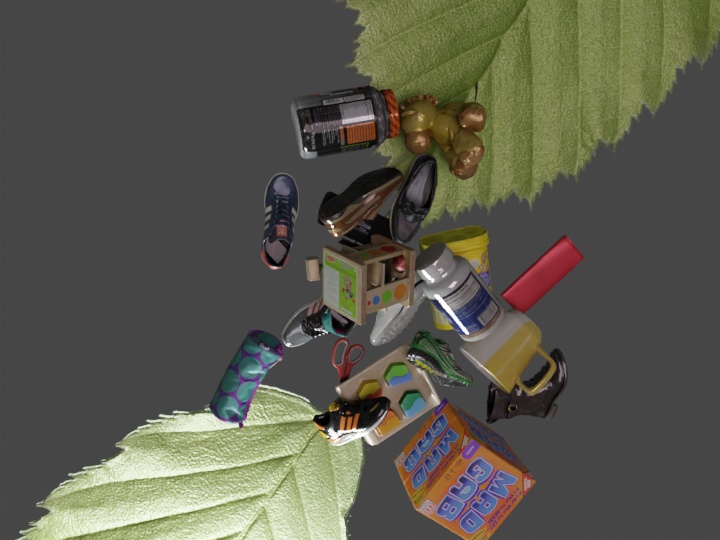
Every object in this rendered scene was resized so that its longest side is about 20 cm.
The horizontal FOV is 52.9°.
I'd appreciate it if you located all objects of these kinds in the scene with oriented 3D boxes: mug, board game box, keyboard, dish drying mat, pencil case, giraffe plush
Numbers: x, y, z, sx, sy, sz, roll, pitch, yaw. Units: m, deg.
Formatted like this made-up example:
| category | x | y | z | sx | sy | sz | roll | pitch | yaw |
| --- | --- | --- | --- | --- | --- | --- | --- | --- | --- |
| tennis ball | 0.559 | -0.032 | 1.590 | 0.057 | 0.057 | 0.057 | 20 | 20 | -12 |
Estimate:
| category | x | y | z | sx | sy | sz | roll | pitch | yaw |
| --- | --- | --- | --- | --- | --- | --- | --- | --- | --- |
| mug | 0.339 | 0.182 | 1.627 | 0.186 | 0.149 | 0.153 | 43 | 86 | 6 |
| board game box | 0.233 | 0.459 | 1.659 | 0.200 | 0.200 | 0.200 | 35 | 97 | -18 |
| keyboard | -0.005 | -0.083 | 1.547 | 0.199 | 0.040 | 0.105 | 25 | 77 | -16 |
| dish drying mat | 0.416 | 0.012 | 1.659 | 0.200 | 0.018 | 0.077 | -43 | 109 | 4 |
| pencil case | -0.244 | 0.231 | 1.557 | 0.092 | 0.085 | 0.201 | 32 | 100 | 9 |
| giraffe plush | 0.152 | -0.286 | 1.438 | 0.161 | 0.173 | 0.201 | 3 | 71 | -4 |

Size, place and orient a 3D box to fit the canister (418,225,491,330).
| category | x | y | z | sx | sy | sz | roll | pitch | yaw |
| --- | --- | --- | --- | --- | --- | --- | --- | --- | --- |
| canister | 0.214 | 0.018 | 1.585 | 0.148 | 0.087 | 0.201 | -12 | 110 | -7 |

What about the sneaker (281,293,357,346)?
| category | x | y | z | sx | sy | sz | roll | pitch | yaw |
| --- | --- | --- | --- | --- | --- | --- | --- | --- | --- |
| sneaker | -0.077 | 0.112 | 1.536 | 0.200 | 0.121 | 0.084 | -36 | 110 | 1 |

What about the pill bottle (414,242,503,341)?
| category | x | y | z | sx | sy | sz | roll | pitch | yaw |
| --- | --- | --- | --- | --- | --- | --- | --- | --- | --- |
| pill bottle | 0.198 | 0.041 | 1.485 | 0.111 | 0.111 | 0.200 | -40 | 111 | 2 |

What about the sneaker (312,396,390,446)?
| category | x | y | z | sx | sy | sz | roll | pitch | yaw |
| --- | --- | --- | --- | --- | --- | --- | --- | --- | --- |
| sneaker | -0.024 | 0.320 | 1.603 | 0.090 | 0.070 | 0.200 | 43 | 126 | -15 |

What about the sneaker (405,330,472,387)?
| category | x | y | z | sx | sy | sz | roll | pitch | yaw |
| --- | --- | --- | --- | --- | --- | --- | --- | --- | --- |
| sneaker | 0.192 | 0.204 | 1.640 | 0.200 | 0.078 | 0.086 | 40 | 59 | -32 |

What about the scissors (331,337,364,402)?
| category | x | y | z | sx | sy | sz | roll | pitch | yaw |
| --- | --- | --- | --- | --- | --- | --- | --- | --- | --- |
| scissors | -0.045 | 0.249 | 1.642 | 0.073 | 0.014 | 0.201 | 11 | 105 | -17 |

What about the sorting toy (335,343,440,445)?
| category | x | y | z | sx | sy | sz | roll | pitch | yaw |
| --- | --- | --- | --- | --- | --- | --- | --- | --- | --- |
| sorting toy | 0.068 | 0.288 | 1.656 | 0.199 | 0.036 | 0.186 | -30 | 112 | -3 |

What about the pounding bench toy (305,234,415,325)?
| category | x | y | z | sx | sy | sz | roll | pitch | yaw |
| --- | --- | --- | --- | --- | --- | --- | --- | --- | --- |
| pounding bench toy | 0.000 | 0.000 | 1.479 | 0.155 | 0.200 | 0.125 | -17 | 118 | -36 |

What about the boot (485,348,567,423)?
| category | x | y | z | sx | sy | sz | roll | pitch | yaw |
| --- | --- | --- | --- | --- | --- | --- | --- | --- | --- |
| boot | 0.386 | 0.275 | 1.704 | 0.173 | 0.069 | 0.201 | 4 | 107 | -13 |

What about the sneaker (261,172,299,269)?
| category | x | y | z | sx | sy | sz | roll | pitch | yaw |
| --- | --- | --- | --- | --- | --- | --- | --- | --- | --- |
| sneaker | -0.162 | -0.097 | 1.476 | 0.074 | 0.085 | 0.201 | 2 | 106 | -12 |

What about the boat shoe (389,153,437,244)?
| category | x | y | z | sx | sy | sz | roll | pitch | yaw |
| --- | --- | --- | --- | --- | --- | --- | --- | --- | --- |
| boat shoe | 0.118 | -0.146 | 1.520 | 0.074 | 0.066 | 0.200 | 21 | 96 | -18 |

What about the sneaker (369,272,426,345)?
| category | x | y | z | sx | sy | sz | roll | pitch | yaw |
| --- | --- | --- | --- | --- | --- | --- | --- | --- | --- |
| sneaker | 0.074 | 0.079 | 1.589 | 0.080 | 0.076 | 0.200 | 43 | 114 | 21 |

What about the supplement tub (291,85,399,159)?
| category | x | y | z | sx | sy | sz | roll | pitch | yaw |
| --- | --- | --- | --- | --- | --- | --- | --- | --- | --- |
| supplement tub | -0.030 | -0.294 | 1.424 | 0.199 | 0.123 | 0.123 | -11 | 108 | -9 |

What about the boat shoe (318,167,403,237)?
| category | x | y | z | sx | sy | sz | roll | pitch | yaw |
| --- | --- | --- | --- | --- | --- | --- | --- | --- | --- |
| boat shoe | 0.004 | -0.141 | 1.501 | 0.199 | 0.076 | 0.074 | -33 | 128 | -14 |
